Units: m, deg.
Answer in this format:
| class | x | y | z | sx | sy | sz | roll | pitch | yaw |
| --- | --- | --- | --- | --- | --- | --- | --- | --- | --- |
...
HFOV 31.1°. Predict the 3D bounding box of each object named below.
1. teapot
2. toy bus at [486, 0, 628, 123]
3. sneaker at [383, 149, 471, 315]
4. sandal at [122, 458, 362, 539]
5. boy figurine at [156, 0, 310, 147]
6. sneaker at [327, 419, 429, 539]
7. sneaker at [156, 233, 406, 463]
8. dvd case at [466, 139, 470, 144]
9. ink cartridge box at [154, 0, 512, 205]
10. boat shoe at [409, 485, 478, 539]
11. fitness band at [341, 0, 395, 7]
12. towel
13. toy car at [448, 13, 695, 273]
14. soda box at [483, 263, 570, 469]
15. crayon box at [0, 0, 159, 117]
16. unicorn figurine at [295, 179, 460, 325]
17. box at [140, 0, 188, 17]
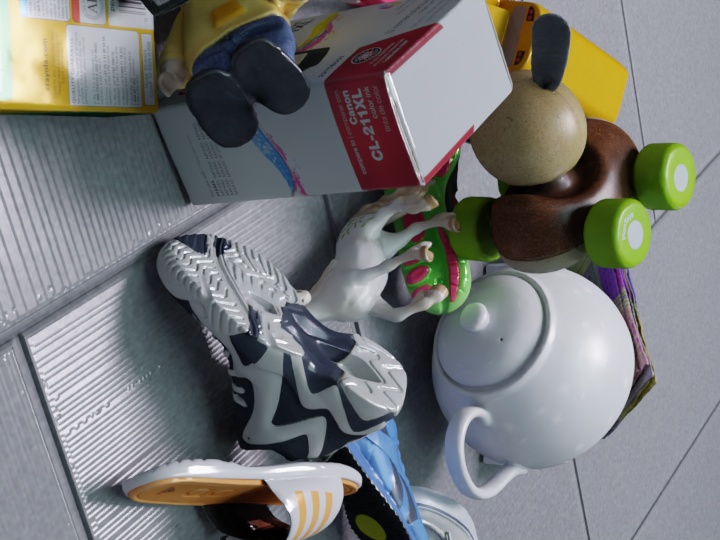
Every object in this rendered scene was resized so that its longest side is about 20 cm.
| class | x | y | z | sx | sy | sz | roll | pitch | yaw |
| --- | --- | --- | --- | --- | --- | --- | --- | --- | --- |
| teapot | 0.134 | 0.075 | 1.142 | 0.146 | 0.197 | 0.200 | 36 | 16 | -44 |
| toy bus | 0.147 | -0.182 | 1.112 | 0.200 | 0.078 | 0.065 | 19 | 87 | -50 |
| sneaker | 0.054 | -0.059 | 1.133 | 0.084 | 0.077 | 0.200 | 96 | -8 | -82 |
| sandal | -0.081 | 0.171 | 0.912 | 0.207 | 0.079 | 0.059 | 11 | 61 | -47 |
| boy figurine | -0.081 | -0.164 | 0.844 | 0.064 | 0.124 | 0.200 | 51 | 14 | -39 |
| sneaker | 0.015 | 0.156 | 1.042 | 0.078 | 0.066 | 0.200 | -46 | 116 | -39 |
| sneaker | -0.079 | 0.070 | 0.923 | 0.199 | 0.130 | 0.080 | 31 | 36 | -13 |
| dvd case | 0.084 | -0.174 | 1.138 | 0.200 | 0.025 | 0.150 | 9 | 51 | -56 |
| ink cartridge box | -0.020 | -0.118 | 0.893 | 0.146 | 0.200 | 0.083 | -49 | 126 | -44 |
| boat shoe | 0.068 | 0.270 | 1.135 | 0.202 | 0.075 | 0.086 | 62 | 26 | -45 |
| fitness band | 0.026 | -0.277 | 1.014 | 0.200 | 0.037 | 0.144 | -16 | 110 | -62 |
| towel | 0.234 | 0.050 | 1.243 | 0.144 | 0.023 | 0.200 | 109 | -21 | -55 |
| toy car | 0.144 | -0.113 | 1.020 | 0.158 | 0.164 | 0.200 | -45 | 124 | -36 |
| soda box | 0.166 | 0.093 | 1.286 | 0.064 | 0.068 | 0.200 | 4 | 87 | -57 |
| crayon box | -0.206 | -0.154 | 0.749 | 0.200 | 0.052 | 0.126 | -8 | 97 | -56 |
| unicorn figurine | 0.000 | 0.000 | 1.009 | 0.074 | 0.137 | 0.200 | 67 | 25 | -15 |
| box | -0.141 | -0.277 | 0.783 | 0.200 | 0.051 | 0.158 | 52 | 37 | -25 |
